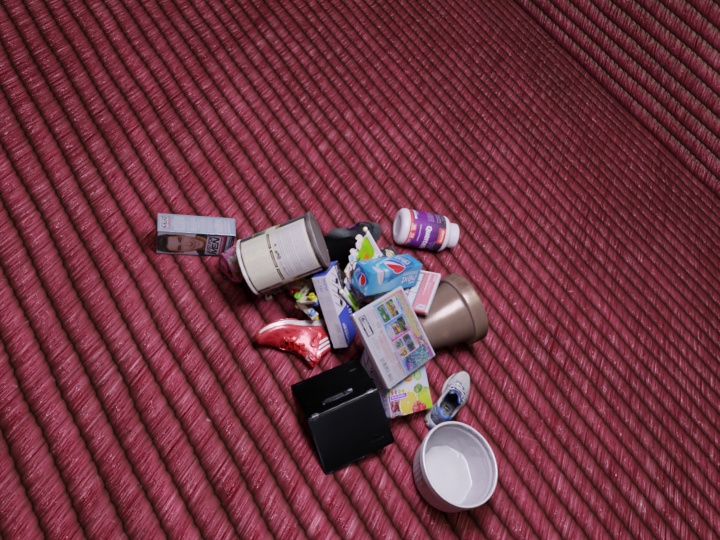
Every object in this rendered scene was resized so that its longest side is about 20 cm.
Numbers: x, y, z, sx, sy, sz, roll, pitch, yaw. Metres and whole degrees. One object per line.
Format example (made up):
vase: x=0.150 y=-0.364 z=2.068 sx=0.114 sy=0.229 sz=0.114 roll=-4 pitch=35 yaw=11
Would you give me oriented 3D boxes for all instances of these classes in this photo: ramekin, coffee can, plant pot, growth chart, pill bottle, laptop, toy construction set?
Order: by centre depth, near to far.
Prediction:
ramekin: x=0.218 y=0.479 z=1.379 sx=0.196 sy=0.106 sz=0.203 roll=12 pitch=52 yaw=-15
laptop: x=-0.045 y=0.347 z=1.397 sx=0.184 sy=0.118 sz=0.200 roll=-19 pitch=36 yaw=-17
coffee can: x=-0.191 y=-0.042 z=1.431 sx=0.196 sy=0.147 sz=0.149 roll=-20 pitch=60 yaw=5
toy construction set: x=-0.171 y=0.054 z=1.513 sx=0.196 sy=0.093 sz=0.132 roll=13 pitch=58 yaw=26
growth chart: x=0.000 y=0.000 z=1.518 sx=0.017 sy=0.145 sz=0.203 roll=11 pitch=70 yaw=33
plant pot: x=0.231 y=0.134 z=1.593 sx=0.172 sy=0.201 sz=0.202 roll=-24 pitch=66 yaw=-16
pill bottle: x=0.206 y=-0.124 z=1.801 sx=0.196 sy=0.113 sz=0.114 roll=8 pitch=53 yaw=-17

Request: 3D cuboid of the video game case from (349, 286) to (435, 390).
video game case: x=0.083 y=0.165 z=1.435 sx=0.180 sy=0.024 sz=0.203 roll=-27 pitch=90 yaw=-37

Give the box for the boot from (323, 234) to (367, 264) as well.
boot: x=-0.094 y=-0.040 z=1.587 sx=0.156 sy=0.209 sz=0.081 roll=-21 pitch=108 yaw=-36

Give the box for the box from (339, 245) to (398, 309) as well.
box: x=0.061 y=0.039 z=1.664 sx=0.196 sy=0.050 sz=0.202 roll=-19 pitch=64 yaw=-32

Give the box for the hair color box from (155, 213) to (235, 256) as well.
hair color box: x=-0.436 y=-0.092 z=1.515 sx=0.196 sy=0.100 sz=0.062 roll=3 pitch=55 yaw=-21

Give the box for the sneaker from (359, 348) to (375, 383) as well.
sneaker: x=0.034 y=0.245 z=1.491 sx=0.071 sy=0.073 sz=0.203 roll=21 pitch=52 yaw=-9

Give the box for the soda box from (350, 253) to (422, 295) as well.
soda box: x=0.071 y=0.009 z=1.506 sx=0.198 sy=0.069 sz=0.064 roll=-10 pitch=36 yaw=-43

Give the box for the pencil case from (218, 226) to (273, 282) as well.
pencil case: x=-0.289 y=-0.044 z=1.555 sx=0.082 sy=0.088 sz=0.199 roll=32 pitch=48 yaw=28

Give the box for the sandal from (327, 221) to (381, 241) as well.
sandal: x=-0.008 y=-0.114 z=1.742 sx=0.198 sy=0.048 sz=0.076 roll=-16 pitch=65 yaw=-36

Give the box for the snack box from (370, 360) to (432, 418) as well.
snack box: x=0.101 y=0.263 z=1.463 sx=0.140 sy=0.053 sz=0.205 roll=-4 pitch=79 yaw=-36

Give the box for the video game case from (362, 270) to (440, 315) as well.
video game case: x=0.110 y=0.047 z=1.583 sx=0.196 sy=0.018 sz=0.144 roll=10 pitch=49 yaw=20

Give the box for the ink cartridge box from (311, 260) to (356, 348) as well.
ink cartridge box: x=-0.064 y=0.089 z=1.483 sx=0.043 sy=0.204 sz=0.094 roll=-8 pitch=21 yaw=21

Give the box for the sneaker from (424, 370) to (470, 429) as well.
sneaker: x=0.248 y=0.335 z=1.507 sx=0.077 sy=0.086 sz=0.200 roll=37 pitch=50 yaw=6

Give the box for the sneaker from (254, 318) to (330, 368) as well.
sneaker: x=-0.162 y=0.188 z=1.446 sx=0.196 sy=0.079 sz=0.117 roll=-7 pitch=58 yaw=-26
